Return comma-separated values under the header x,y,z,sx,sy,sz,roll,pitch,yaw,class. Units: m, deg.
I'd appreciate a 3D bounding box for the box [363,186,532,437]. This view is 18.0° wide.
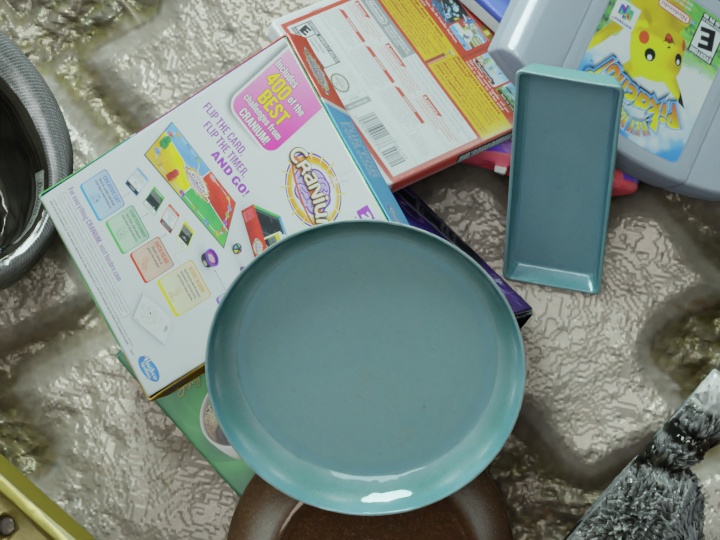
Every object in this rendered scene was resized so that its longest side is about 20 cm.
x,y,z,sx,sy,sz,roll,pitch,yaw,class
0.000,0.000,1.516,0.200,0.148,0.104,45,103,9,box

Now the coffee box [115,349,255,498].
x,y,z,sx,sy,sz,roll,pitch,yaw,class
-0.060,0.091,1.576,0.123,0.044,0.200,-44,81,2,coffee box

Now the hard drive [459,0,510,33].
x,y,z,sx,sy,sz,roll,pitch,yaw,class
0.110,-0.229,1.566,0.200,0.025,0.132,43,64,10,hard drive

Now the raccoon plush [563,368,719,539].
x,y,z,sx,sy,sz,roll,pitch,yaw,class
0.217,0.180,1.475,0.134,0.097,0.200,41,128,7,raccoon plush

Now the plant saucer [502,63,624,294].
x,y,z,sx,sy,sz,roll,pitch,yaw,class
0.134,-0.060,1.504,0.069,0.201,0.019,10,49,9,plant saucer

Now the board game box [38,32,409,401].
x,y,z,sx,sy,sz,roll,pitch,yaw,class
-0.085,-0.033,1.443,0.199,0.040,0.154,-31,84,15,board game box

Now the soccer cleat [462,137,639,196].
x,y,z,sx,sy,sz,roll,pitch,yaw,class
0.098,-0.099,1.564,0.198,0.067,0.077,14,82,12,soccer cleat

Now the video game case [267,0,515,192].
x,y,z,sx,sy,sz,roll,pitch,yaw,class
0.055,-0.143,1.533,0.199,0.017,0.143,-25,70,-28,video game case

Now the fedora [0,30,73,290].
x,y,z,sx,sy,sz,roll,pitch,yaw,class
-0.296,-0.077,1.584,0.177,0.090,0.201,-39,99,-22,fedora

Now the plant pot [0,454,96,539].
x,y,z,sx,sy,sz,roll,pitch,yaw,class
-0.285,0.200,1.518,0.195,0.200,0.195,40,91,10,plant pot

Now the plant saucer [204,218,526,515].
x,y,z,sx,sy,sz,roll,pitch,yaw,class
0.003,0.057,1.409,0.198,0.027,0.202,1,114,3,plant saucer

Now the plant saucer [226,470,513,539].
x,y,z,sx,sy,sz,roll,pitch,yaw,class
0.008,0.200,1.529,0.198,0.037,0.203,-1,98,-5,plant saucer

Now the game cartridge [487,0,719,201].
x,y,z,sx,sy,sz,roll,pitch,yaw,class
0.186,-0.137,1.514,0.199,0.040,0.134,30,79,-20,game cartridge
